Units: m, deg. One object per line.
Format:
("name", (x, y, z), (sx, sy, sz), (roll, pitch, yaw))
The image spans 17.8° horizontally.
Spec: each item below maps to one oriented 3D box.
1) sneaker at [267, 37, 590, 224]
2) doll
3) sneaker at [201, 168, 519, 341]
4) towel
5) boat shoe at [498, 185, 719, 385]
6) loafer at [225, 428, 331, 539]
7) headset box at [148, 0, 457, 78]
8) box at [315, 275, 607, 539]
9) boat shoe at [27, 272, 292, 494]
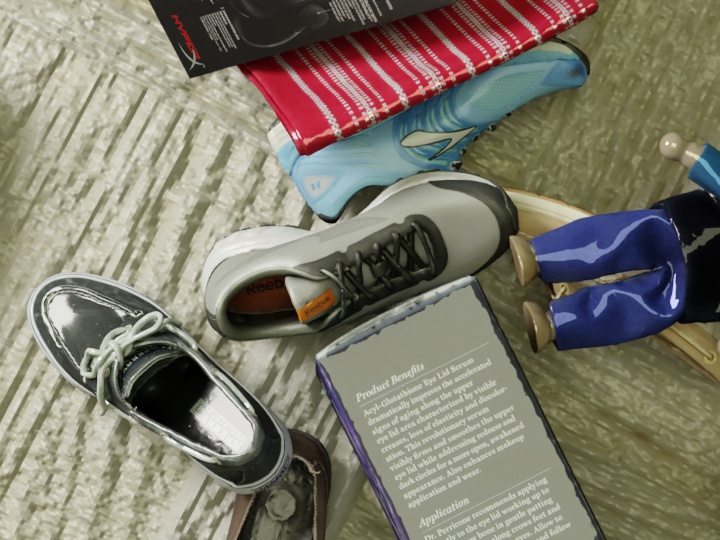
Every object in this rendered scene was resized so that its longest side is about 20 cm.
("sneaker", (0.048, -0.087, 1.413), (0.199, 0.078, 0.090), (-20, 98, 4))
("doll", (0.190, -0.012, 1.341), (0.199, 0.048, 0.137), (-12, 93, -2))
("sneaker", (0.000, 0.000, 1.369), (0.199, 0.079, 0.074), (-18, 113, 10))
("towel", (0.027, -0.146, 1.385), (0.199, 0.145, 0.023), (-26, 127, -5))
("boat shoe", (0.148, 0.010, 1.395), (0.199, 0.074, 0.069), (23, 86, 5))
("loafer", (-0.060, 0.193, 1.372), (0.073, 0.071, 0.201), (5, 84, -1))
("headset box", (-0.037, -0.213, 1.342), (0.199, 0.077, 0.149), (-15, 124, 21))
("box", (0.060, 0.117, 1.346), (0.104, 0.148, 0.201), (-27, 84, -3))
("boat shoe", (-0.128, 0.059, 1.359), (0.199, 0.068, 0.074), (41, 85, 25))
